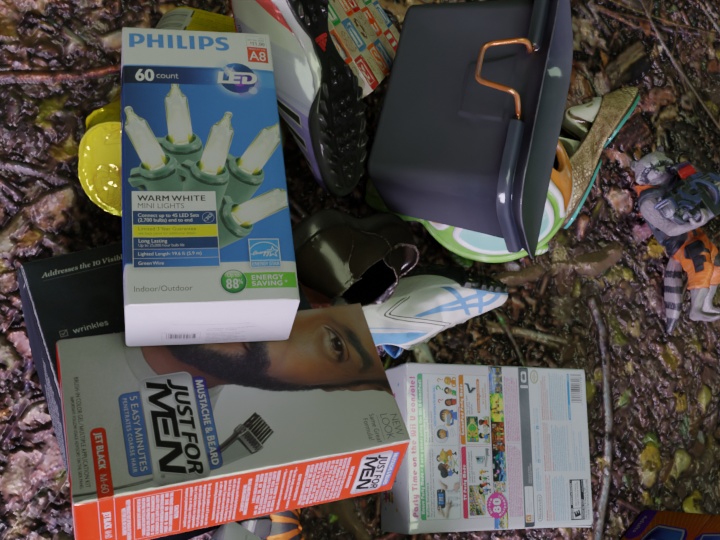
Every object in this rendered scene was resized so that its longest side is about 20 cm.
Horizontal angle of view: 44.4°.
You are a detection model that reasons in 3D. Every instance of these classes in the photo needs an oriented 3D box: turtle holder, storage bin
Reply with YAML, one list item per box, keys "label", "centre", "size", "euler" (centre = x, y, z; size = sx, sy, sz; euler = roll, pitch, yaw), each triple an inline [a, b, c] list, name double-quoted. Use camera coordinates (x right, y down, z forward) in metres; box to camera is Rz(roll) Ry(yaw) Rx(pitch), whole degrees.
- label: "turtle holder"
  centre: [0.109, -0.091, 0.831]
  size: [0.183, 0.132, 0.143]
  euler: [21, 76, 12]
- label: "storage bin"
  centre: [0.088, -0.128, 0.712]
  size: [0.132, 0.146, 0.204]
  euler: [8, 73, 19]

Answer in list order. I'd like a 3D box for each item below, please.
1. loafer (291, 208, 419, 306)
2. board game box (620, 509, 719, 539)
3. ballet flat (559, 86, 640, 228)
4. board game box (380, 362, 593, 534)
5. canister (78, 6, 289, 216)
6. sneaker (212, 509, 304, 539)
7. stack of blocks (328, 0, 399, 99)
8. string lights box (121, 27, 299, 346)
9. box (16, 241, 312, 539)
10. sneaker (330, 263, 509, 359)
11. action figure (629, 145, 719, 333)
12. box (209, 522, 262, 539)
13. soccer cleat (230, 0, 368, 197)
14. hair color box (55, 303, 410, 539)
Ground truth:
- label: "loafer"
  centre: [0.000, 0.000, 0.722]
  size: [0.072, 0.073, 0.199]
  euler: [56, 22, 14]
- label: "board game box"
  centre: [0.323, 0.369, 0.802]
  size: [0.199, 0.199, 0.201]
  euler: [-40, 96, -24]
- label: "ballet flat"
  centre: [0.236, -0.137, 0.944]
  size: [0.065, 0.071, 0.201]
  euler: [32, 64, 2]
- label: "board game box"
  centre: [0.118, 0.167, 0.831]
  size: [0.196, 0.064, 0.151]
  euler: [6, 76, -24]
- label: "canister"
  centre: [-0.125, -0.126, 0.717]
  size: [0.146, 0.087, 0.202]
  euler: [14, 41, -5]
- label: "sneaker"
  centre: [-0.066, 0.224, 0.742]
  size: [0.111, 0.077, 0.204]
  euler: [24, 65, -33]
- label: "stack of blocks"
  centre: [-0.025, -0.211, 0.776]
  size: [0.116, 0.058, 0.201]
  euler: [55, 22, -13]
- label: "string lights box"
  centre: [-0.101, -0.057, 0.566]
  size: [0.101, 0.059, 0.203]
  euler: [-1, 63, -15]
- label: "box"
  centre: [-0.132, 0.082, 0.665]
  size: [0.197, 0.125, 0.198]
  euler: [-14, 56, -25]
- label: "sneaker"
  centre: [0.056, 0.040, 0.834]
  size: [0.197, 0.072, 0.074]
  euler: [-11, 113, -30]
- label: "action figure"
  centre: [0.336, -0.037, 0.948]
  size: [0.198, 0.104, 0.197]
  euler: [-7, 76, -49]
- label: "box"
  centre: [-0.141, 0.290, 0.595]
  size: [0.041, 0.156, 0.201]
  euler: [37, 103, -12]
- label: "soccer cleat"
  centre: [-0.050, -0.152, 0.667]
  size: [0.068, 0.072, 0.203]
  euler: [-44, 123, -47]
- label: "hair color box"
  centre: [-0.081, 0.091, 0.548]
  size: [0.196, 0.064, 0.112]
  euler: [-6, 50, -21]
